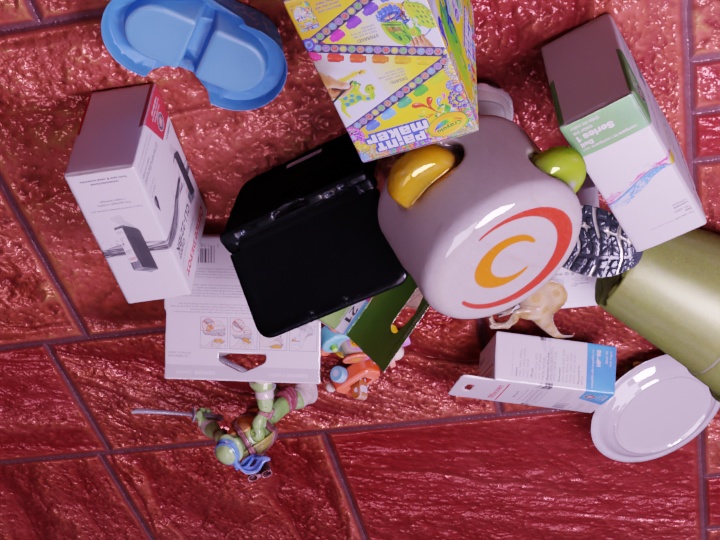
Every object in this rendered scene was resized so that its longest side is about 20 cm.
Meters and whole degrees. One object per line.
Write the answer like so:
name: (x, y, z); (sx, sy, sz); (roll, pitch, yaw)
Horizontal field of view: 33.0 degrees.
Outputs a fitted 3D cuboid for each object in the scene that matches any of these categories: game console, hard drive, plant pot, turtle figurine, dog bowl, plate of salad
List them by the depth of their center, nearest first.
dog bowl: (-0.170, -0.243, 1.276); (0.198, 0.050, 0.112); (21, 133, -15)
game console: (-0.045, -0.047, 1.364); (0.199, 0.177, 0.117); (-22, 120, 24)
plant pot: (0.384, 0.024, 1.431); (0.189, 0.201, 0.201); (26, 133, -3)
hard drive: (0.227, -0.029, 1.480); (0.130, 0.027, 0.201); (-5, 135, 10)
turtle figurine: (-0.157, 0.167, 1.623); (0.199, 0.194, 0.145); (34, 114, 18)
plate of salad: (0.403, 0.183, 1.662); (0.198, 0.048, 0.202); (-10, 129, -13)

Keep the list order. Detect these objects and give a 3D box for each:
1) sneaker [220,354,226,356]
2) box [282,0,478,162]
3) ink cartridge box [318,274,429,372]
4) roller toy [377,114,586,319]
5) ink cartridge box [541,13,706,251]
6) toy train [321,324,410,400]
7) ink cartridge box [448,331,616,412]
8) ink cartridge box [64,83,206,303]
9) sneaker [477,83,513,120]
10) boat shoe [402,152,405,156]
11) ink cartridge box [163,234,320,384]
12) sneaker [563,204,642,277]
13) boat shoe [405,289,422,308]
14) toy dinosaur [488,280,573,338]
sneaker: (-0.141, 0.048, 1.561); (0.198, 0.075, 0.089); (-20, 114, 21)
box: (0.025, -0.249, 1.147); (0.121, 0.201, 0.193); (-13, 134, 16)
ink cartridge box: (0.000, 0.000, 1.369); (0.076, 0.200, 0.148); (34, 93, -34)
roller toy: (0.114, -0.056, 1.222); (0.198, 0.140, 0.183); (-15, 141, -23)
ink cartridge box: (0.275, -0.141, 1.274); (0.083, 0.146, 0.200); (-25, 129, 20)
toy train: (-0.012, 0.122, 1.590); (0.150, 0.056, 0.200); (-33, 149, 18)
ink cartridge box: (0.221, 0.131, 1.586); (0.198, 0.067, 0.116); (8, 161, -4)
ink cartridge box: (-0.248, -0.084, 1.374); (0.083, 0.145, 0.201); (-6, 135, 10)
sneaker: (0.120, -0.118, 1.361); (0.074, 0.082, 0.201); (13, 134, -7)
boat shoe: (0.079, -0.146, 1.303); (0.064, 0.074, 0.204); (1, 105, 0)
ink cartridge box: (-0.142, 0.046, 1.500); (0.198, 0.045, 0.178); (2, 96, 3)
sneaker: (0.223, -0.043, 1.382); (0.198, 0.086, 0.078); (10, 99, 15)
boat shoe: (0.060, 0.006, 1.482); (0.199, 0.072, 0.073); (-24, 114, 22)
toy dinosaur: (0.207, 0.044, 1.497); (0.100, 0.059, 0.201); (-11, 134, 14)
